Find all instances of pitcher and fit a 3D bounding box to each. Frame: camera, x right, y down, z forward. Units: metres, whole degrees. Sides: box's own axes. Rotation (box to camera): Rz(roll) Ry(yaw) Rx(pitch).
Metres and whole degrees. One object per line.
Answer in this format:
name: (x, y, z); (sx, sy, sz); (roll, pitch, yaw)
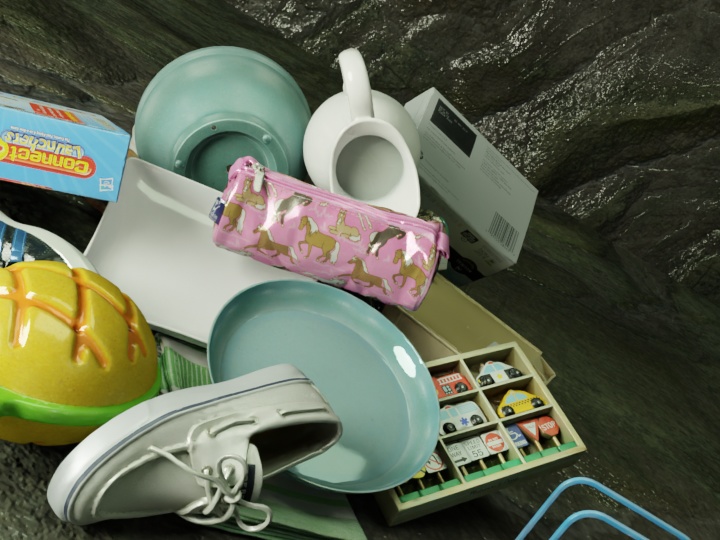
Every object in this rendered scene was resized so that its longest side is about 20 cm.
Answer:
pitcher: (0.001, -0.139, 0.918); (0.121, 0.172, 0.200); (-8, 18, -2)

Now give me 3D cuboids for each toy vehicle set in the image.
toy vehicle set: (0.085, 0.135, 0.801); (0.200, 0.027, 0.124); (-10, 52, -30)

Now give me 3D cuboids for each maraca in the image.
maraca: (-0.205, 0.050, 0.554); (0.137, 0.107, 0.200); (33, 16, 25)

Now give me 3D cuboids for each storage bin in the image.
storage bin: (0.091, 0.095, 0.990); (0.198, 0.094, 0.200); (38, 17, 15)

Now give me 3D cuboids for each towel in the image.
towel: (-0.082, 0.128, 0.706); (0.152, 0.023, 0.200); (23, 20, -32)

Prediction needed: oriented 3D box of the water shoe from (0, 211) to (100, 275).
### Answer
water shoe: (-0.275, -0.002, 0.671); (0.200, 0.072, 0.079); (31, 35, 14)

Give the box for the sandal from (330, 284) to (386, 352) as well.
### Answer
sandal: (0.000, 0.000, 0.875); (0.075, 0.045, 0.200); (54, 14, -44)

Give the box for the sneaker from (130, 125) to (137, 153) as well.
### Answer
sneaker: (-0.243, -0.176, 1.151); (0.074, 0.082, 0.200); (22, 20, -30)

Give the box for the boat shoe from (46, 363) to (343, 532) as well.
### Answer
boat shoe: (-0.086, 0.124, 0.576); (0.086, 0.075, 0.202); (39, 31, 30)

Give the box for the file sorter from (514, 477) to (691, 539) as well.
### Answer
file sorter: (0.177, 0.259, 0.642); (0.139, 0.123, 0.200); (31, 18, -5)

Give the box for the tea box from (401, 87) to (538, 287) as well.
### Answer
tea box: (0.074, -0.084, 1.154); (0.200, 0.197, 0.134); (40, 52, -21)

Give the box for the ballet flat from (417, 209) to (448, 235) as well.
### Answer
ballet flat: (0.008, -0.046, 1.002); (0.075, 0.068, 0.200); (-15, 18, -34)

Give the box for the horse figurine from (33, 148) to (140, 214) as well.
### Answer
horse figurine: (-0.264, -0.093, 0.943); (0.132, 0.050, 0.200); (16, 26, -29)

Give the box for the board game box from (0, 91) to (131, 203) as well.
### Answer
board game box: (-0.306, -0.117, 0.767); (0.196, 0.056, 0.200); (11, 9, -23)

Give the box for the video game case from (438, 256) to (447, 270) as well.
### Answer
video game case: (-0.021, -0.012, 1.029); (0.200, 0.017, 0.143); (-2, 8, -42)

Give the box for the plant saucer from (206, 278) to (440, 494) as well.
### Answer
plant saucer: (-0.030, 0.091, 0.729); (0.200, 0.027, 0.200); (20, 42, -18)

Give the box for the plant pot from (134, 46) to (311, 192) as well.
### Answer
plant pot: (-0.142, -0.125, 0.987); (0.200, 0.200, 0.134); (26, 19, -21)

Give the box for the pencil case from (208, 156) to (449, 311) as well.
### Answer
pencil case: (-0.026, -0.030, 0.792); (0.200, 0.083, 0.087); (19, -7, 0)

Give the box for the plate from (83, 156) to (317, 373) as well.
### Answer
plate: (-0.134, 0.000, 0.804); (0.200, 0.032, 0.200); (21, 36, -14)
